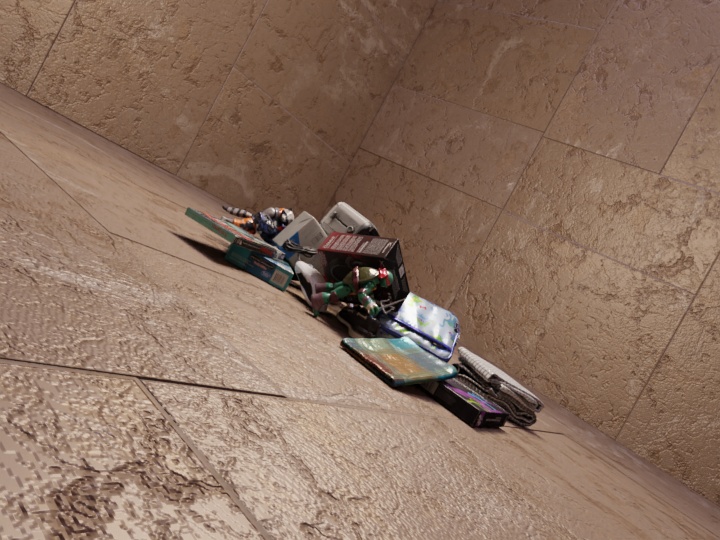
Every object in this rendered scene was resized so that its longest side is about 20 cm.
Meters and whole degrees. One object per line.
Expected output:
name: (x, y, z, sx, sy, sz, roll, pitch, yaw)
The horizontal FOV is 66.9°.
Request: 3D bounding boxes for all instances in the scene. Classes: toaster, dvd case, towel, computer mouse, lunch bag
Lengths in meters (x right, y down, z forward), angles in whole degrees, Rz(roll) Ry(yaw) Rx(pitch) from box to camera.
toaster: (-0.025, -0.091, 1.449, 0.129, 0.114, 0.200, 42, -3, 24)
dvd case: (-0.266, -0.077, 1.183, 0.144, 0.022, 0.199, 29, 4, 23)
towel: (0.324, 0.288, 1.326, 0.198, 0.087, 0.165, 31, 3, -27)
computer mouse: (-0.112, 0.007, 1.256, 0.109, 0.044, 0.202, 25, 31, -50)
lunch bag: (0.127, 0.138, 1.260, 0.197, 0.083, 0.161, 29, 41, 4)
towel: (0.073, 0.160, 0.989, 0.146, 0.022, 0.198, 31, 15, 39)

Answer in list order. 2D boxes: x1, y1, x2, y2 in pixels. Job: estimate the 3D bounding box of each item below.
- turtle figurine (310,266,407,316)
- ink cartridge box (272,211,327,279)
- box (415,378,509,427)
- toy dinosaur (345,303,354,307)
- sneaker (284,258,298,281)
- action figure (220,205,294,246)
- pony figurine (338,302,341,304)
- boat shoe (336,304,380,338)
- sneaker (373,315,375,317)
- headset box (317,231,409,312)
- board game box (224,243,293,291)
turtle figurine: (-0.001, 0.043, 1.133, 0.196, 0.103, 0.150, -10, 2, 9)
ink cartridge box: (-0.121, -0.034, 1.401, 0.201, 0.116, 0.067, 55, -12, -33)
box: (0.199, 0.249, 1.058, 0.142, 0.037, 0.199, 31, 1, 33)
toy dinosaur: (-0.009, 0.034, 1.386, 0.198, 0.184, 0.105, 17, 16, -49)
sneaker: (-0.222, -0.025, 1.428, 0.197, 0.061, 0.104, 25, -1, 3)
action figure: (-0.261, -0.132, 1.385, 0.189, 0.107, 0.200, -6, -17, -2)
pony figurine: (-0.008, 0.047, 1.557, 0.196, 0.169, 0.194, 10, -32, 19)
boat shoe: (-0.004, 0.108, 1.207, 0.073, 0.061, 0.200, 29, 2, -13)
sneaker: (0.091, 0.146, 1.450, 0.075, 0.079, 0.199, 27, 4, -46)
headset box: (0.000, 0.000, 1.233, 0.196, 0.077, 0.151, 8, -50, 30)
board game box: (-0.237, -0.024, 1.275, 0.149, 0.048, 0.200, 30, 2, -15)
